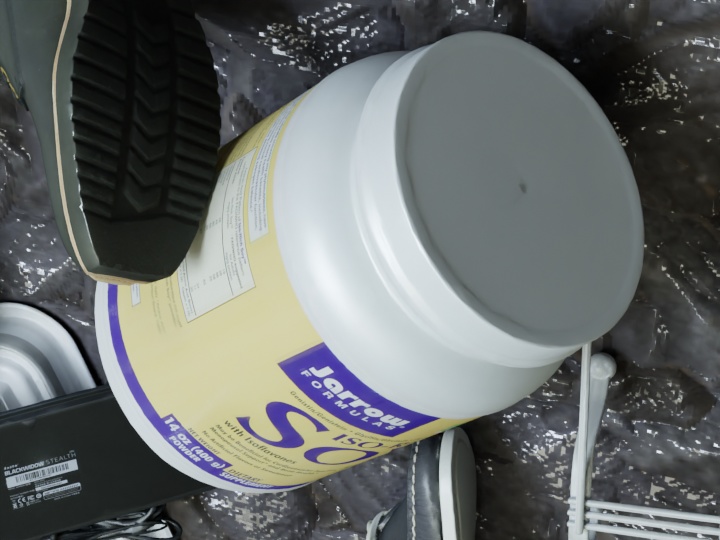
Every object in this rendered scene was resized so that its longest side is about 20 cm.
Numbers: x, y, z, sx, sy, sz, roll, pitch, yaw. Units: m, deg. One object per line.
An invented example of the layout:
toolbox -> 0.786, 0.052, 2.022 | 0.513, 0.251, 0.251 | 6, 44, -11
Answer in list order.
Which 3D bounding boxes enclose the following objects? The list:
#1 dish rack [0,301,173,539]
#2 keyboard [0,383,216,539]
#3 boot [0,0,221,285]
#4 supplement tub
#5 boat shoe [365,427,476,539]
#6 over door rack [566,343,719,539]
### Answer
dish rack -> -0.204, 0.110, 1.012 | 0.171, 0.044, 0.200 | -4, 125, 25
keyboard -> -0.160, 0.102, 0.941 | 0.199, 0.040, 0.104 | -13, 123, -13
boot -> -0.132, -0.079, 0.755 | 0.138, 0.201, 0.077 | -18, 156, 37
supplement tub -> 0.000, 0.000, 0.752 | 0.145, 0.146, 0.200 | 44, 141, -16
boat shoe -> 0.028, 0.152, 0.940 | 0.060, 0.074, 0.200 | 6, 138, 10
over door rack -> 0.164, 0.035, 0.800 | 0.147, 0.067, 0.201 | 5, 115, 17
